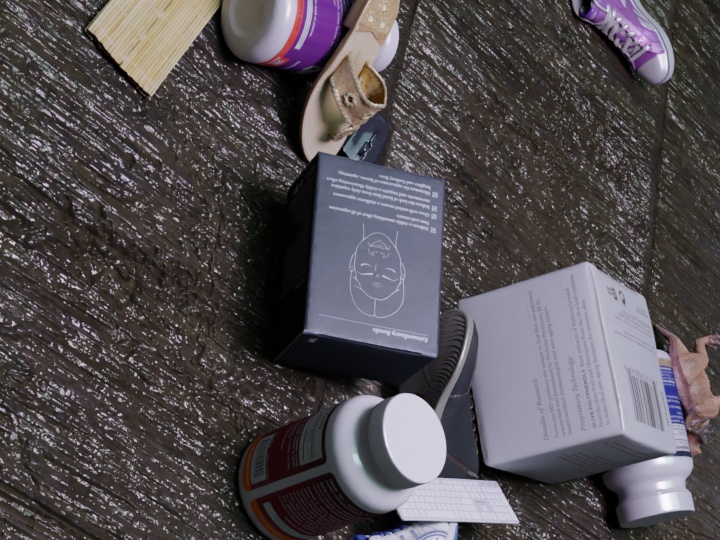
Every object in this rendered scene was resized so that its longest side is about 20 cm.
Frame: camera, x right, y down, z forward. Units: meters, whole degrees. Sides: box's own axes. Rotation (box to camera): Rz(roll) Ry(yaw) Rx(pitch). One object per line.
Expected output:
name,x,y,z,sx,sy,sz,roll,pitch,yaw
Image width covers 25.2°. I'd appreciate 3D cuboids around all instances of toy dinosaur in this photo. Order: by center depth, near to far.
toy dinosaur,0.432,0.157,2.137,0.134,0.086,0.202,-10,73,-41

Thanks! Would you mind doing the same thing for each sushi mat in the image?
sushi mat,-0.213,-0.272,1.703,0.096,0.012,0.201,49,43,-21

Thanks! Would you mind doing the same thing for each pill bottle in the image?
pill bottle,-0.016,0.187,1.547,0.112,0.199,0.114,22,56,-38
pill bottle,-0.052,-0.274,1.801,0.198,0.112,0.114,7,66,-45
pill bottle,0.345,0.208,1.989,0.115,0.115,0.203,8,66,-44

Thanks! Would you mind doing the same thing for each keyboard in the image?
keyboard,0.096,0.243,1.704,0.199,0.011,0.056,11,35,-47

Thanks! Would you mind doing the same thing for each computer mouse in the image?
computer mouse,-0.009,-0.118,1.831,0.059,0.034,0.201,44,45,-24

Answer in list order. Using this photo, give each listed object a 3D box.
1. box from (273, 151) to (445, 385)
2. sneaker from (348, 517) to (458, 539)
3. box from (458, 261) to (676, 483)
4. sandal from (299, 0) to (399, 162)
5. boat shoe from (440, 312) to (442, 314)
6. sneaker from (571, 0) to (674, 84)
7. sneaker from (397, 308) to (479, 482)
box,0.000,0.000,1.680,0.147,0.107,0.203,12,66,-17
sneaker,0.033,0.289,1.647,0.088,0.075,0.200,49,40,-11
box,0.237,0.122,1.838,0.198,0.170,0.203,24,53,-59
sandal,0.000,-0.202,1.757,0.077,0.069,0.214,9,108,-45
boat shoe,0.030,0.039,1.782,0.062,0.072,0.201,-40,94,-31
sneaker,0.366,-0.348,2.324,0.114,0.073,0.202,-23,78,-46
sneaker,0.096,0.147,1.759,0.106,0.074,0.202,22,87,-47
